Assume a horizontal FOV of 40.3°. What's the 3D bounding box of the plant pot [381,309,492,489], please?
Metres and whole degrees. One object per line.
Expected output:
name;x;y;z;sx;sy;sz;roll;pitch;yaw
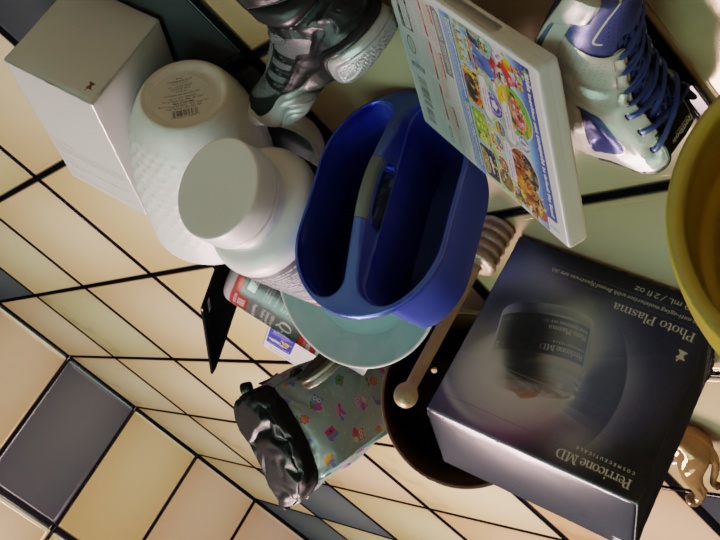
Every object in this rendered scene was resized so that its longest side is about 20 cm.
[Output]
plant pot;0.110;0.147;1.147;0.185;0.189;0.200;32;174;2

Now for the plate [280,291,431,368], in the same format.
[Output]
plate;0.000;0.000;1.017;0.198;0.203;0.025;22;-162;25

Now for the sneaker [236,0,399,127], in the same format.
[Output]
sneaker;-0.060;-0.193;0.795;0.114;0.076;0.199;42;150;-19

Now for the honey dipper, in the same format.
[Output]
honey dipper;0.084;0.038;0.896;0.038;0.202;0.038;25;157;12

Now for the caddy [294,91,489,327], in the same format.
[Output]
caddy;0.025;-0.049;0.818;0.139;0.203;0.105;7;162;29

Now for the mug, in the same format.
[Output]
mug;-0.133;-0.116;0.981;0.196;0.150;0.176;-2;146;3

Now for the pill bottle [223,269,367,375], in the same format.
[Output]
pill bottle;-0.056;0.034;1.186;0.198;0.117;0.116;32;158;3

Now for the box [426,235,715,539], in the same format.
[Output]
box;0.195;0.106;0.889;0.198;0.200;0.124;20;155;26

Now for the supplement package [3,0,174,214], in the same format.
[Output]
supplement package;-0.262;-0.176;1.035;0.116;0.118;0.201;27;157;18

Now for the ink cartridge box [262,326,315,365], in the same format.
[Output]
ink cartridge box;-0.079;0.090;1.331;0.094;0.037;0.200;30;161;0

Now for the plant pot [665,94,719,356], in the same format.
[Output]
plant pot;0.291;-0.003;0.573;0.198;0.203;0.189;19;169;30

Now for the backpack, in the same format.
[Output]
backpack;-0.041;0.184;1.236;0.126;0.198;0.169;-23;92;55

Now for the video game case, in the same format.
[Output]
video game case;0.082;-0.121;0.675;0.200;0.018;0.144;52;167;47

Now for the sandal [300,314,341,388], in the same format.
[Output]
sandal;-0.009;0.043;1.076;0.054;0.201;0.082;36;-159;-2

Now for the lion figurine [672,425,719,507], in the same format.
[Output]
lion figurine;0.319;0.181;1.064;0.197;0.073;0.123;16;143;4

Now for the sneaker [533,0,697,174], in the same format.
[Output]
sneaker;0.168;-0.128;0.626;0.114;0.081;0.200;26;164;8

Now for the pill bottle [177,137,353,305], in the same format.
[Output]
pill bottle;-0.070;-0.044;0.906;0.118;0.122;0.199;16;175;34

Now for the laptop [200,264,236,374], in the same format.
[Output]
laptop;-0.208;-0.007;1.228;0.200;0.103;0.178;47;156;21
